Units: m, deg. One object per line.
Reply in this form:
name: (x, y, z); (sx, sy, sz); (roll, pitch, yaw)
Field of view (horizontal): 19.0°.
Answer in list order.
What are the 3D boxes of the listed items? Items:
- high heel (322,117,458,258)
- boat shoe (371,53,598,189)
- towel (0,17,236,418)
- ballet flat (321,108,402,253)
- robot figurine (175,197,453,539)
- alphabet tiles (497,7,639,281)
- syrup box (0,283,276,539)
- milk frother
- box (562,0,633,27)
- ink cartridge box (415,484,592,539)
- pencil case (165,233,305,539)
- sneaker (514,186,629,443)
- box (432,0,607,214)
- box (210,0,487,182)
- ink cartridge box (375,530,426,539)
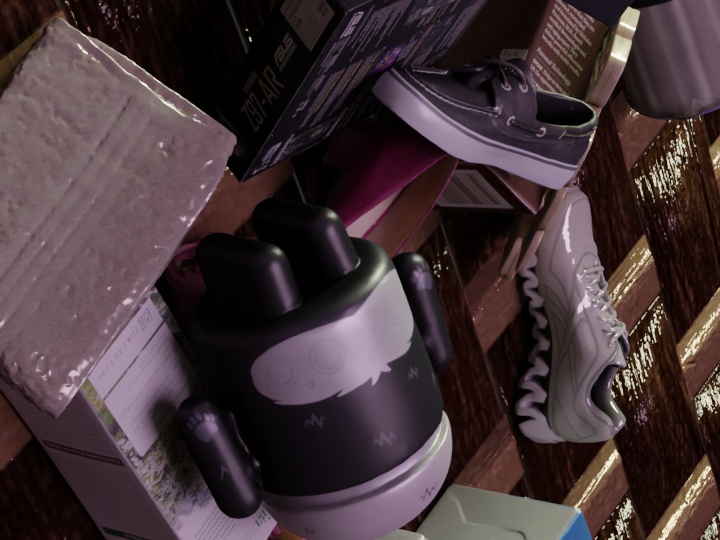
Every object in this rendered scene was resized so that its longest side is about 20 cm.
high heel: (0.000, 0.000, 1.368); (0.067, 0.096, 0.200); (23, 90, -43)
boat shoe: (0.086, -0.103, 1.340); (0.200, 0.070, 0.066); (18, 112, -49)
towel: (-0.164, -0.032, 1.160); (0.133, 0.034, 0.200); (35, 61, -5)
ballet flat: (0.010, -0.064, 1.433); (0.067, 0.046, 0.200); (-5, 100, -52)
robot figurine: (-0.024, 0.059, 1.222); (0.125, 0.150, 0.200); (-92, 163, -65)
alphabet tiles: (0.146, -0.089, 1.526); (0.196, 0.015, 0.200); (-66, -179, -55)
syrup box: (-0.126, 0.097, 1.246); (0.079, 0.081, 0.200); (-54, 135, -30)
milk frother: (0.279, -0.242, 1.640); (0.181, 0.200, 0.188); (-59, 138, -34)
box: (0.089, -0.257, 1.362); (0.200, 0.079, 0.141); (25, 31, -26)
ink cartridge box: (0.126, 0.259, 1.583); (0.067, 0.116, 0.200); (-51, 132, -36)
pencil case: (-0.060, 0.073, 1.331); (0.087, 0.083, 0.200); (-39, 125, -43)
sneaker: (0.168, 0.035, 1.636); (0.075, 0.081, 0.200); (-10, 102, -51)
box: (0.100, -0.142, 1.493); (0.075, 0.100, 0.200); (42, 61, -41)
box: (0.006, -0.145, 1.279); (0.160, 0.200, 0.044); (-30, 78, -31)
ink cartridge box: (-0.050, 0.239, 1.331); (0.200, 0.116, 0.067); (-43, 129, -40)
